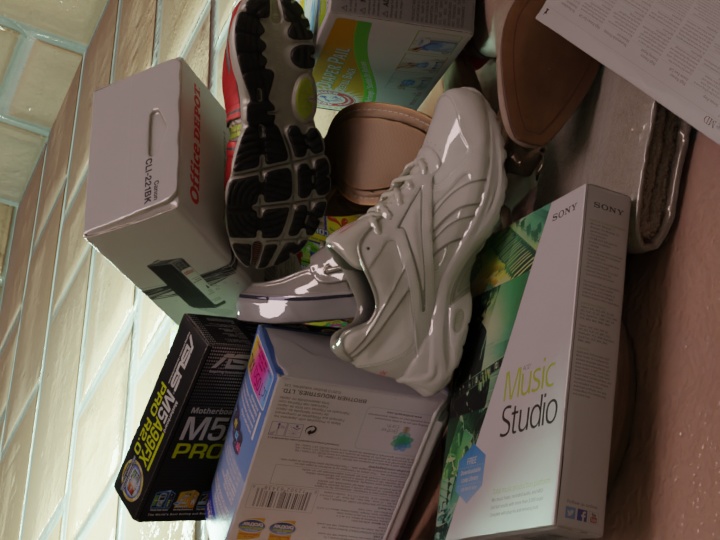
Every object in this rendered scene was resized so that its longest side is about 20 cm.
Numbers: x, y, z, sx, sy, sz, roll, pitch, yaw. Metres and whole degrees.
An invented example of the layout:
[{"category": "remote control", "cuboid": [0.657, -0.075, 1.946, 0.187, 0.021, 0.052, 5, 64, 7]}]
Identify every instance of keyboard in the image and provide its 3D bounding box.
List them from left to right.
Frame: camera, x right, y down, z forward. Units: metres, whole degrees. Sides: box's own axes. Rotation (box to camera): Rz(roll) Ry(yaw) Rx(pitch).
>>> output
[{"category": "keyboard", "cuboid": [0.032, 0.161, 0.912, 0.056, 0.011, 0.201, -53, -15, -58]}]

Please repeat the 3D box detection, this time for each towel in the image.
[{"category": "towel", "cuboid": [0.163, -0.103, 0.845, 0.132, 0.034, 0.201, 170, 114, -68]}]

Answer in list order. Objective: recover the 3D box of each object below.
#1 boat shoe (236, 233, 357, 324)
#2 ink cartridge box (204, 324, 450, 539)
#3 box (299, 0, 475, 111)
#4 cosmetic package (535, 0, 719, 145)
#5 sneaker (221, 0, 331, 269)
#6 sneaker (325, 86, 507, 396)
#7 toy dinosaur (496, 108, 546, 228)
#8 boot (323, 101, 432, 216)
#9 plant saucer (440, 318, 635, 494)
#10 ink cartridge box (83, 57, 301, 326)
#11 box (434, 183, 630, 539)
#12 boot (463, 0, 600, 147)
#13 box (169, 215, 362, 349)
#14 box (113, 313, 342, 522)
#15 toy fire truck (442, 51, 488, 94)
[{"category": "boat shoe", "cuboid": [0.000, 0.000, 0.942, 0.199, 0.072, 0.066, -8, 88, 28]}, {"category": "ink cartridge box", "cuboid": [-0.032, 0.150, 0.973, 0.076, 0.136, 0.201, -117, 41, -60]}, {"category": "box", "cuboid": [0.014, -0.196, 0.983, 0.200, 0.101, 0.113, 136, 139, -75]}, {"category": "cosmetic package", "cuboid": [0.183, -0.132, 0.734, 0.083, 0.050, 0.200, -59, 38, 16]}, {"category": "sneaker", "cuboid": [-0.066, -0.103, 0.962, 0.085, 0.076, 0.202, -149, 61, -70]}, {"category": "sneaker", "cuboid": [0.031, -0.026, 0.845, 0.078, 0.099, 0.201, 169, 115, -74]}, {"category": "toy dinosaur", "cuboid": [0.097, -0.082, 0.955, 0.201, 0.058, 0.101, -68, 21, 12]}, {"category": "boot", "cuboid": [0.030, -0.079, 1.014, 0.199, 0.154, 0.074, -1, 88, 43]}, {"category": "plant saucer", "cuboid": [0.111, 0.092, 0.835, 0.200, 0.029, 0.201, -49, 32, 45]}, {"category": "ink cartridge box", "cuboid": [-0.124, -0.042, 1.026, 0.083, 0.200, 0.145, -17, 53, 17]}, {"category": "box", "cuboid": [0.100, 0.063, 0.793, 0.144, 0.036, 0.201, -32, 45, 61]}, {"category": "boot", "cuboid": [0.106, -0.169, 0.900, 0.146, 0.070, 0.201, -11, 61, 68]}, {"category": "box", "cuboid": [-0.088, 0.016, 1.249, 0.200, 0.121, 0.194, -52, 31, 43]}, {"category": "box", "cuboid": [-0.074, 0.118, 1.031, 0.044, 0.199, 0.161, 45, 117, 43]}, {"category": "toy fire truck", "cuboid": [0.082, -0.162, 1.061, 0.200, 0.048, 0.142, -3, 73, 65]}]
